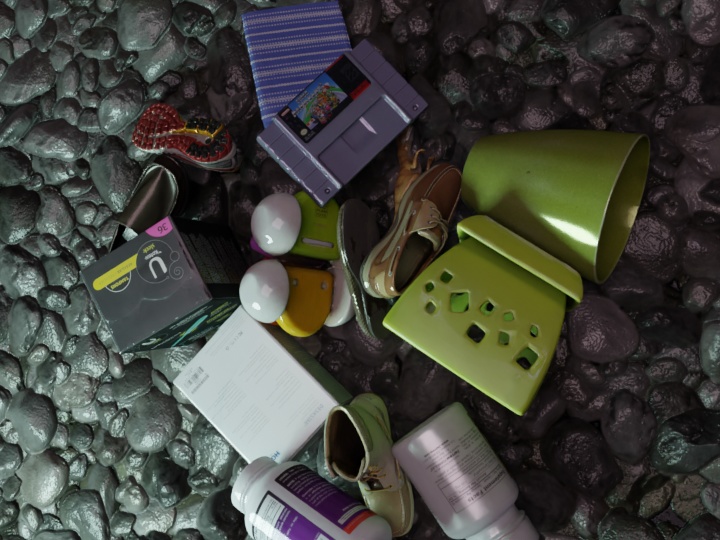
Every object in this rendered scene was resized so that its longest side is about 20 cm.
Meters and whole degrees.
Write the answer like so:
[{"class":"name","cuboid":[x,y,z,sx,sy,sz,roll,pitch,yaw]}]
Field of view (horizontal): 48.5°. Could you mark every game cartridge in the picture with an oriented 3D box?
[{"class":"game cartridge","cuboid":[-0.024,-0.195,1.046,0.200,0.038,0.130,-45,94,-10]}]

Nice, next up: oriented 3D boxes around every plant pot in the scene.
[{"class":"plant pot","cuboid":[0.236,-0.101,1.013,0.199,0.187,0.188,19,93,27]},{"class":"plant pot","cuboid":[0.166,0.051,1.008,0.199,0.200,0.182,32,88,12]}]

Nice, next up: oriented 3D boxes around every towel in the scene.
[{"class":"towel","cuboid":[-0.077,-0.278,1.099,0.144,0.024,0.201,-10,71,-9]}]

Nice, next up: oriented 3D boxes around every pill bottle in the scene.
[{"class":"pill bottle","cuboid":[-0.066,0.317,1.005,0.200,0.112,0.113,26,95,31]},{"class":"pill bottle","cuboid":[0.140,0.284,1.044,0.114,0.114,0.200,-36,81,10]}]

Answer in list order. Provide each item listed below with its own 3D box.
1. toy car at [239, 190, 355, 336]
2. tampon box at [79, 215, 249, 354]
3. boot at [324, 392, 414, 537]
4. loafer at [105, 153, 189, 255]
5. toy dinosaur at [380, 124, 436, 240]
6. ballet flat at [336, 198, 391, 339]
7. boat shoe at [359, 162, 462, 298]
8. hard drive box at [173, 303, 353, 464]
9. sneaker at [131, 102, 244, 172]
[{"class":"toy car","cuboid":[-0.093,-0.015,1.102,0.150,0.175,0.201,10,91,50]},{"class":"tampon box","cuboid":[-0.251,0.020,1.100,0.150,0.200,0.127,-30,82,10]},{"class":"boot","cuboid":[0.010,0.267,1.053,0.072,0.155,0.201,-16,83,13]},{"class":"loafer","cuboid":[-0.310,-0.075,1.155,0.073,0.071,0.200,31,116,4]},{"class":"toy dinosaur","cuboid":[0.068,-0.101,1.103,0.106,0.060,0.201,5,70,20]},{"class":"ballet flat","cuboid":[0.000,0.000,1.054,0.046,0.067,0.201,15,128,48]},{"class":"boat shoe","cuboid":[0.081,-0.046,1.025,0.074,0.076,0.200,15,70,56]},{"class":"hard drive box","cuboid":[-0.138,0.170,1.132,0.200,0.077,0.156,44,98,11]},{"class":"sneaker","cuboid":[-0.256,-0.185,1.173,0.200,0.082,0.078,23,81,30]}]
